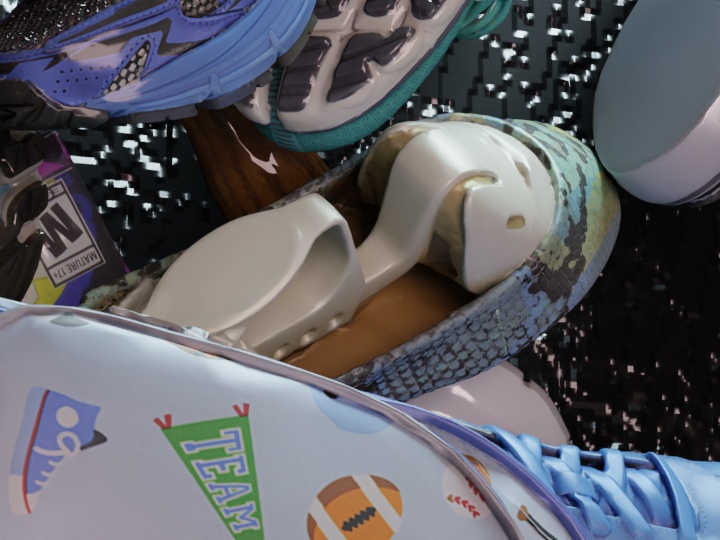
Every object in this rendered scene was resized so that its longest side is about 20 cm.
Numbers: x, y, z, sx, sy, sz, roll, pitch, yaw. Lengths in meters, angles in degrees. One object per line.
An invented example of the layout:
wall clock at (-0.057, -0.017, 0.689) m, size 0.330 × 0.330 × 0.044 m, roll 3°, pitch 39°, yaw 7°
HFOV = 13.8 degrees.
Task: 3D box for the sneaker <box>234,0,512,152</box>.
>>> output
sneaker at (0.023, -0.095, 0.820) m, size 0.200 × 0.077 × 0.080 m, roll -61°, pitch 145°, yaw -43°

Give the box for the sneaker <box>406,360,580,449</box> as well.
sneaker at (0.063, 0.096, 0.823) m, size 0.199 × 0.075 × 0.087 m, roll 27°, pitch 56°, yaw -9°

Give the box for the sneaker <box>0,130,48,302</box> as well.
sneaker at (-0.156, -0.056, 0.749) m, size 0.200 × 0.090 × 0.078 m, roll 53°, pitch 44°, yaw 6°

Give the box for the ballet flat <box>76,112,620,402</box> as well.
ballet flat at (0.000, 0.000, 0.766) m, size 0.200 × 0.074 × 0.074 m, roll -34°, pitch 95°, yaw -33°

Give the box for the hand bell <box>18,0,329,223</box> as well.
hand bell at (-0.053, -0.064, 0.813) m, size 0.104 × 0.104 × 0.200 m, roll -46°, pitch 113°, yaw -25°

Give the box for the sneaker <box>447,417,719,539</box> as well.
sneaker at (0.042, 0.070, 0.735) m, size 0.199 × 0.066 × 0.079 m, roll -9°, pitch 122°, yaw -10°

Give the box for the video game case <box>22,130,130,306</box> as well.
video game case at (-0.122, 0.086, 0.764) m, size 0.200 × 0.036 × 0.182 m, roll -28°, pitch 93°, yaw -27°

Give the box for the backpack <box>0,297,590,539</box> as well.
backpack at (-0.036, 0.098, 0.598) m, size 0.190 × 0.154 × 0.201 m, roll 15°, pitch 72°, yaw -24°

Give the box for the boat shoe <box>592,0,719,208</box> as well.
boat shoe at (0.125, -0.080, 0.878) m, size 0.066 × 0.070 × 0.200 m, roll 44°, pitch 40°, yaw -20°

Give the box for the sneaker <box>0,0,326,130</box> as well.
sneaker at (-0.039, -0.107, 0.730) m, size 0.200 × 0.075 × 0.079 m, roll -58°, pitch 131°, yaw -37°
